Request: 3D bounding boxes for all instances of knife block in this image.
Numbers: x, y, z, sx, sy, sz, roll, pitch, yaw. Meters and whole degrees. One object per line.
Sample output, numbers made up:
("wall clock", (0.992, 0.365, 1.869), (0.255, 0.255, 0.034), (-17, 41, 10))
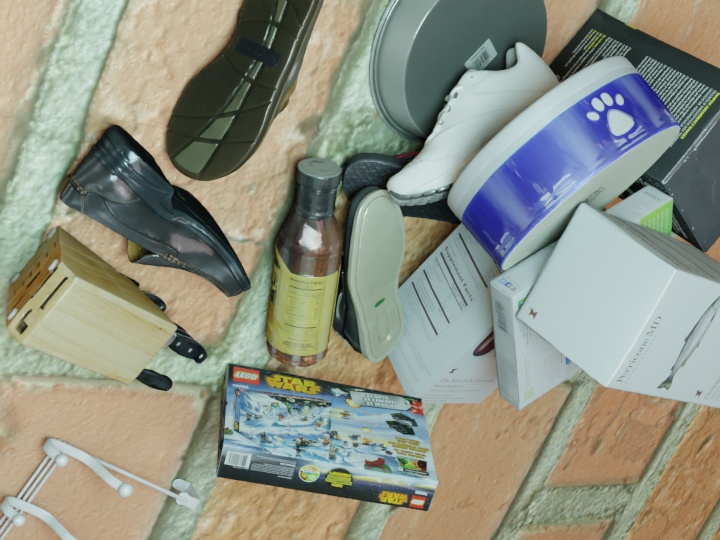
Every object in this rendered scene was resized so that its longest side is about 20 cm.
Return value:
("knife block", (-0.191, 0.049, 0.968), (0.175, 0.200, 0.064), (39, 91, -19))

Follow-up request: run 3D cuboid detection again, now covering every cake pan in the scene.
("cake pan", (0.099, -0.205, 1.133), (0.200, 0.037, 0.201), (-23, 132, -28))

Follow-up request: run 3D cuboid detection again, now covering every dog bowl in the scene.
("dog bowl", (0.177, -0.091, 1.061), (0.200, 0.079, 0.200), (-36, 168, -9))

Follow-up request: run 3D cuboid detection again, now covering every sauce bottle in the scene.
("sauce bottle", (-0.049, -0.007, 1.129), (0.066, 0.066, 0.201), (-13, 125, -35))

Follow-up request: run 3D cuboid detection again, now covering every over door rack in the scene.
("over door rack", (-0.251, 0.249, 1.137), (0.148, 0.067, 0.200), (-53, 139, 4))

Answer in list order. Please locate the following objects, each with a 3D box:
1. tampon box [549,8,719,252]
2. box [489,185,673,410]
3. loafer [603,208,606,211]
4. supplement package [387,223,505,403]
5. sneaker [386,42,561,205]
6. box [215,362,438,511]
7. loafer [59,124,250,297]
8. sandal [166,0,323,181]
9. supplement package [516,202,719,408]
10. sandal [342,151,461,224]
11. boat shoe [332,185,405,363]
("tampon box", (0.294, -0.142, 1.226), (0.126, 0.200, 0.150), (-49, 139, 0))
("box", (0.209, 0.025, 1.134), (0.199, 0.036, 0.145), (-28, 133, -22))
("loafer", (0.193, -0.062, 1.291), (0.200, 0.076, 0.068), (15, 103, -46))
("supplement package", (0.124, 0.034, 1.224), (0.113, 0.110, 0.200), (4, 139, -42))
("sneaker", (0.099, -0.129, 1.105), (0.200, 0.087, 0.074), (-36, -179, -16))
("box", (-0.033, 0.155, 1.143), (0.199, 0.137, 0.040), (12, 117, -9))
("loafer", (-0.166, -0.034, 1.009), (0.072, 0.073, 0.200), (-40, 129, 2))
("sandal", (-0.085, -0.160, 0.991), (0.201, 0.081, 0.055), (-63, 159, 5))
("supplement package", (0.256, 0.035, 1.068), (0.199, 0.117, 0.117), (13, 111, -45))
("sandal", (0.060, -0.084, 1.173), (0.199, 0.045, 0.075), (11, 147, -38))
("boat shoe", (0.000, 0.000, 1.168), (0.072, 0.068, 0.201), (-31, 140, -29))
